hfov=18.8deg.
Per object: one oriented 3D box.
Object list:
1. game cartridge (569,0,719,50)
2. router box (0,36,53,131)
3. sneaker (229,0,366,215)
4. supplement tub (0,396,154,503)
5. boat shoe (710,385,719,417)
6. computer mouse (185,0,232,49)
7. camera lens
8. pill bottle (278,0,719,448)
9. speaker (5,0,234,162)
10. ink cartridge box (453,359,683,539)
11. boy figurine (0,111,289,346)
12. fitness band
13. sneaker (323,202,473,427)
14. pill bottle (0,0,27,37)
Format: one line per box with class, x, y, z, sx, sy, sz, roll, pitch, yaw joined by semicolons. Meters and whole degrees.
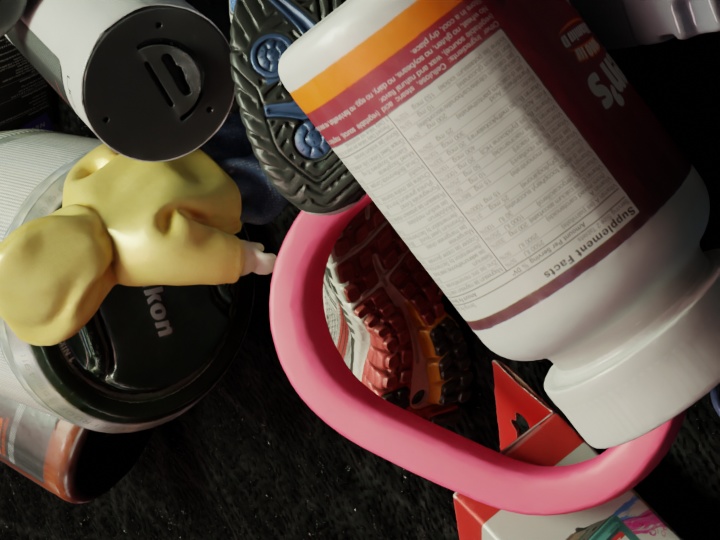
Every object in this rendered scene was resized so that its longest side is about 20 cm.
game cartridge;0.067;-0.153;0.891;0.200;0.040;0.133;1;119;57
router box;-0.271;-0.189;1.365;0.200;0.052;0.157;40;144;33
sneaker;-0.022;-0.119;0.984;0.077;0.076;0.200;54;-154;-74
supplement tub;-0.235;0.062;1.421;0.200;0.107;0.107;29;139;20
boat shoe;0.178;0.046;0.849;0.084;0.069;0.200;47;147;24
computer mouse;-0.103;-0.183;1.139;0.200;0.034;0.059;56;171;19
camera lens;-0.169;0.001;1.258;0.200;0.160;0.160;13;125;53
pill bottle;0.067;-0.035;0.856;0.200;0.110;0.110;52;151;-7
speaker;-0.131;-0.122;1.124;0.200;0.081;0.081;-137;31;-59
ink cartridge box;0.108;0.148;1.016;0.200;0.067;0.116;46;164;25
boy figurine;-0.096;-0.024;1.084;0.124;0.200;0.064;34;141;33
fitness band;0.053;0.025;0.964;0.200;0.037;0.144;24;105;20
sneaker;0.000;0.000;1.079;0.082;0.078;0.200;36;141;40
pill bottle;-0.228;-0.213;1.144;0.112;0.112;0.200;103;158;-50
